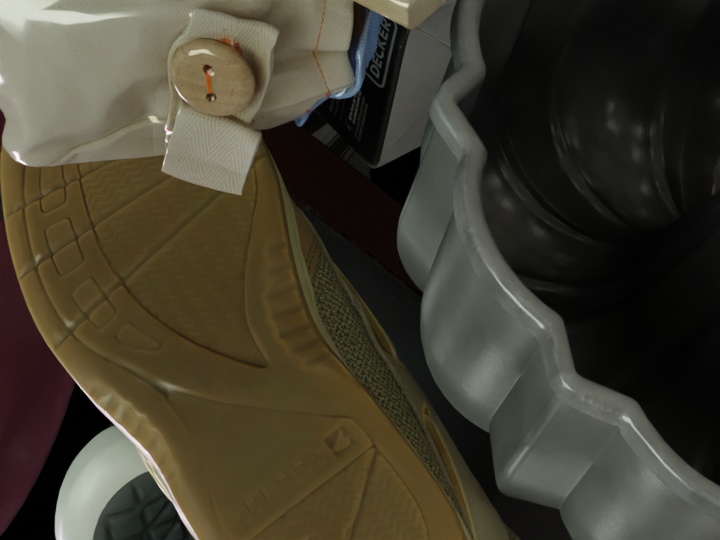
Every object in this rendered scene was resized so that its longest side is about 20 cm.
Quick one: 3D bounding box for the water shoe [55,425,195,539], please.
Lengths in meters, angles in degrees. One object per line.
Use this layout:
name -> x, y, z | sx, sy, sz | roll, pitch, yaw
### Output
water shoe -> -0.040, 0.064, 0.894 | 0.072, 0.200, 0.079 | -47, 61, 14

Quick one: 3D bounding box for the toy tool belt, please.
toy tool belt -> -0.013, -0.102, 0.702 | 0.123, 0.200, 0.125 | -5, 121, 19

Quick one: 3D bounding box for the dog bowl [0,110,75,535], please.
dog bowl -> -0.140, 0.006, 0.865 | 0.074, 0.200, 0.200 | 11, 114, 16

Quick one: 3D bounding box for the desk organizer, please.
desk organizer -> 0.000, 0.000, 0.846 | 0.200, 0.077, 0.072 | 37, 128, -9

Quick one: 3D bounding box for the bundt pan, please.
bundt pan -> 0.097, 0.004, 0.722 | 0.202, 0.202, 0.076 | 55, 141, 17

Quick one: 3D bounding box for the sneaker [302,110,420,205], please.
sneaker -> -0.010, -0.015, 0.923 | 0.088, 0.076, 0.200 | 37, 134, 19

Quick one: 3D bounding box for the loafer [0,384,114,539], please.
loafer -> -0.095, 0.031, 0.976 | 0.063, 0.072, 0.200 | 157, 130, -71

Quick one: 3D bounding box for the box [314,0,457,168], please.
box -> -0.011, -0.133, 0.849 | 0.200, 0.117, 0.060 | 46, 147, 24

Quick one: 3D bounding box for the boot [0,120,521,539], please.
boot -> -0.015, 0.041, 0.775 | 0.073, 0.155, 0.200 | -35, 63, 1
